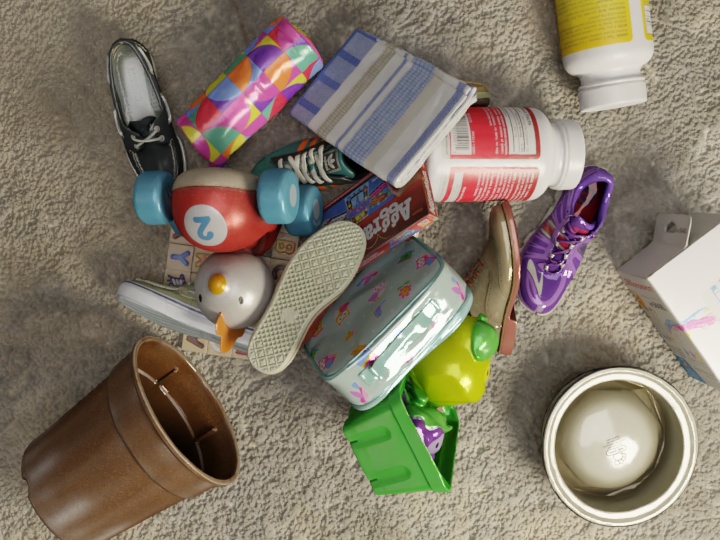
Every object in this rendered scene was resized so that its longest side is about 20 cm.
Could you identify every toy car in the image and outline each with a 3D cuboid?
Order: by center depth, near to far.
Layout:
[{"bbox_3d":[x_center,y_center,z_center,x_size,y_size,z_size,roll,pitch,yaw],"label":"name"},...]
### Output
[{"bbox_3d":[-0.151,-0.007,1.049,0.181,0.177,0.203,0,84,14],"label":"toy car"}]

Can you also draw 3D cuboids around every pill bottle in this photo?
[{"bbox_3d":[0.295,-0.300,1.101,0.109,0.111,0.203,-8,94,-1],"label":"pill bottle"},{"bbox_3d":[0.164,-0.141,1.103,0.197,0.112,0.114,-1,94,-10],"label":"pill bottle"}]

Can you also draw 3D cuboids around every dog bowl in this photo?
[{"bbox_3d":[0.320,0.216,1.159,0.197,0.074,0.204,0,94,-3],"label":"dog bowl"}]

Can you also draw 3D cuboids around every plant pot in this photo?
[{"bbox_3d":[-0.280,0.218,1.090,0.197,0.200,0.201,-34,95,9],"label":"plant pot"}]

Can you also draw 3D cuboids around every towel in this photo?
[{"bbox_3d":[0.023,-0.194,1.065,0.199,0.024,0.147,37,84,33],"label":"towel"}]

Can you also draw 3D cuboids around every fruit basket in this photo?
[{"bbox_3d":[0.091,0.149,1.077,0.213,0.216,0.157,-27,100,0],"label":"fruit basket"}]

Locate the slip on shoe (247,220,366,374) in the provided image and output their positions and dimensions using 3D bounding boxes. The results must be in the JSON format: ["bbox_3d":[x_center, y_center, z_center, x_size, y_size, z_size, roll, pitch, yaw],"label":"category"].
[{"bbox_3d":[-0.062,0.030,1.052,0.074,0.061,0.201,32,90,7],"label":"slip on shoe"}]

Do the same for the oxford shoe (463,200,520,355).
[{"bbox_3d":[0.158,0.013,1.123,0.074,0.071,0.203,1,110,3],"label":"oxford shoe"}]

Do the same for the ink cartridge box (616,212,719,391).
[{"bbox_3d":[0.422,0.026,1.121,0.125,0.129,0.201,-37,94,1],"label":"ink cartridge box"}]

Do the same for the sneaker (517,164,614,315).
[{"bbox_3d":[0.253,-0.041,1.133,0.080,0.083,0.202,23,94,-3],"label":"sneaker"}]

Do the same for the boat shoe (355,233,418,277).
[{"bbox_3d":[-0.002,-0.002,1.135,0.072,0.060,0.203,33,95,-31],"label":"boat shoe"}]

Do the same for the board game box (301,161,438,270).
[{"bbox_3d":[0.004,-0.058,1.078,0.199,0.019,0.104,-33,54,34],"label":"board game box"}]

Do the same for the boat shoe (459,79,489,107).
[{"bbox_3d":[0.061,-0.230,1.124,0.197,0.072,0.077,-2,80,-2],"label":"boat shoe"}]

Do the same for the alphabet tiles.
[{"bbox_3d":[-0.168,0.009,1.161,0.164,0.008,0.203,8,93,-3],"label":"alphabet tiles"}]

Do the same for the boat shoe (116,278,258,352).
[{"bbox_3d":[-0.203,0.047,1.134,0.197,0.072,0.063,21,70,-7],"label":"boat shoe"}]

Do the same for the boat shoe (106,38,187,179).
[{"bbox_3d":[-0.268,-0.183,1.117,0.075,0.060,0.203,-20,94,0],"label":"boat shoe"}]

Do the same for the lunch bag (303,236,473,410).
[{"bbox_3d":[0.029,0.062,1.044,0.200,0.160,0.077,-46,116,0],"label":"lunch bag"}]

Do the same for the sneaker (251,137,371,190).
[{"bbox_3d":[-0.044,-0.135,1.116,0.197,0.080,0.072,-16,94,2],"label":"sneaker"}]

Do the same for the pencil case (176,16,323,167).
[{"bbox_3d":[-0.136,-0.215,1.111,0.200,0.088,0.088,-44,94,4],"label":"pencil case"}]
